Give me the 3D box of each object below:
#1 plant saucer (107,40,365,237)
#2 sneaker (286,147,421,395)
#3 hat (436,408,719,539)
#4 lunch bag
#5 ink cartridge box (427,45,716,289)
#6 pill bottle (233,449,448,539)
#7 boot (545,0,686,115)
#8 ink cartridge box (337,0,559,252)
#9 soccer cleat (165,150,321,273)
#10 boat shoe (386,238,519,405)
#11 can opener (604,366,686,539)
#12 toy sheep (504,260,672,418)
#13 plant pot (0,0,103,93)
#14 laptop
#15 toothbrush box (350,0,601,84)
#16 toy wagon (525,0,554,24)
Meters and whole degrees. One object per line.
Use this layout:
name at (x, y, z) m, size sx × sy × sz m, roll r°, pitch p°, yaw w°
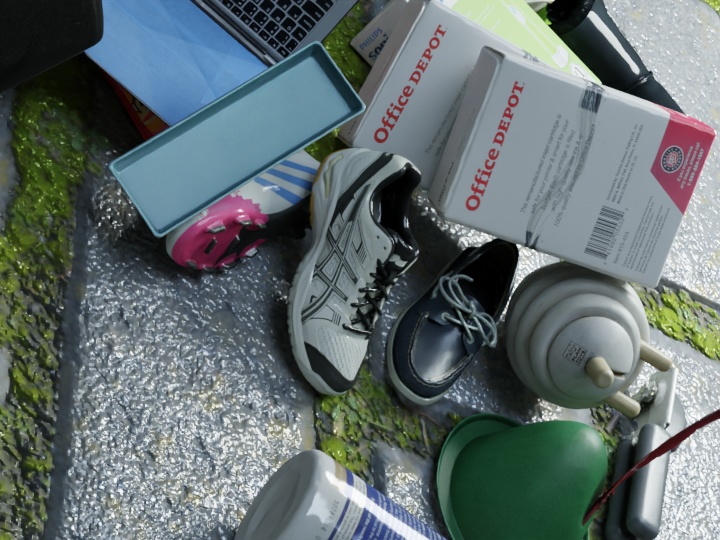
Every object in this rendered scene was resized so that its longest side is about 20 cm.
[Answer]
plant saucer at (-0.094, -0.101, 1.561) m, size 0.200 × 0.019 × 0.070 m, roll -33°, pitch 83°, yaw -18°
sneaker at (0.000, 0.000, 1.610) m, size 0.076 × 0.087 × 0.201 m, roll 14°, pitch 80°, yaw -53°
hat at (0.183, 0.153, 1.642) m, size 0.166 × 0.176 × 0.200 m, roll 45°, pitch 41°, yaw -10°
lunch bag at (-0.152, -0.189, 1.658) m, size 0.176 × 0.082 × 0.200 m, roll -25°, pitch 80°, yaw -48°
ink cartridge box at (0.174, -0.088, 1.703) m, size 0.199 × 0.145 × 0.084 m, roll 18°, pitch 10°, yaw -13°
pill bottle at (0.012, 0.228, 1.483) m, size 0.200 × 0.111 × 0.111 m, roll 37°, pitch 43°, yaw -16°
boot at (0.251, -0.182, 1.977) m, size 0.168 × 0.076 × 0.200 m, roll 46°, pitch 14°, yaw -24°
ink cartridge box at (0.102, -0.130, 1.771) m, size 0.199 × 0.147 × 0.086 m, roll 28°, pitch 5°, yaw -13°
soccer cleat at (-0.100, -0.056, 1.631) m, size 0.086 × 0.070 × 0.200 m, roll 48°, pitch 35°, yaw 18°
boat shoe at (0.085, 0.039, 1.725) m, size 0.075 × 0.062 × 0.200 m, roll 46°, pitch 40°, yaw -4°
can opener at (0.260, 0.166, 1.801) m, size 0.066 × 0.053 × 0.200 m, roll 38°, pitch 42°, yaw -16°
toy sheep at (0.190, 0.058, 1.745) m, size 0.138 × 0.138 × 0.200 m, roll 36°, pitch 5°, yaw -17°
plant pot at (-0.303, -0.236, 1.430) m, size 0.200 × 0.177 × 0.200 m, roll -31°, pitch 83°, yaw -21°
laptop at (-0.107, -0.221, 1.586) m, size 0.187 × 0.200 × 0.116 m, roll 40°, pitch 13°, yaw -13°
toothbrush box at (0.110, -0.193, 1.899) m, size 0.200 × 0.086 × 0.146 m, roll 46°, pitch 41°, yaw -7°
toy wagon at (0.159, -0.324, 2.075) m, size 0.200 × 0.040 × 0.156 m, roll -12°, pitch 71°, yaw -46°
